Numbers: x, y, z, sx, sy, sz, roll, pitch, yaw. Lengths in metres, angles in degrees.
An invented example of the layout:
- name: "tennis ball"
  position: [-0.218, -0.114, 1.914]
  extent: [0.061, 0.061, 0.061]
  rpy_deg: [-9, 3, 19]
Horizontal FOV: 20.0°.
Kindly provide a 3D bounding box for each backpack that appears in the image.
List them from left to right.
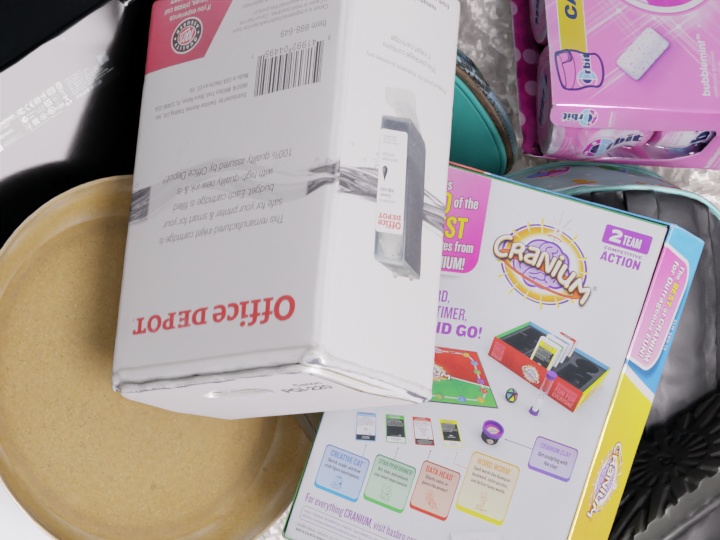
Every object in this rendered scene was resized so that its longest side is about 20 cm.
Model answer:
- name: "backpack"
  position: [0.118, 0.040, 1.086]
  extent: [0.174, 0.153, 0.202]
  rpy_deg: [-7, 110, -5]

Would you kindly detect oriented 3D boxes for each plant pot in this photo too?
- name: "plant pot"
  position: [-0.108, 0.053, 1.030]
  extent: [0.199, 0.027, 0.202]
  rpy_deg: [7, 77, -31]

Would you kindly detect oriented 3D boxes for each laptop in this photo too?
- name: "laptop"
  position: [-0.183, -0.095, 1.083]
  extent: [0.187, 0.116, 0.201]
  rpy_deg: [-35, 113, -11]

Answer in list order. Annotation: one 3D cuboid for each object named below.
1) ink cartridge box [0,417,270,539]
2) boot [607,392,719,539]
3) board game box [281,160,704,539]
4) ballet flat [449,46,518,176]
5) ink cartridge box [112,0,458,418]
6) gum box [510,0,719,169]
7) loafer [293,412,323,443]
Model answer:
- name: "ink cartridge box"
  position: [-0.164, 0.112, 1.099]
  extent: [0.199, 0.085, 0.147]
  rpy_deg: [-20, 94, -3]
- name: "boot"
  position: [0.186, 0.155, 1.015]
  extent: [0.210, 0.079, 0.159]
  rpy_deg: [-30, 110, -3]
- name: "board game box"
  position: [0.061, 0.058, 0.972]
  extent: [0.152, 0.040, 0.202]
  rpy_deg: [19, 89, 33]
- name: "ballet flat"
  position: [0.013, -0.125, 1.106]
  extent: [0.200, 0.074, 0.074]
  rpy_deg: [38, 89, -26]
- name: "ink cartridge box"
  position: [-0.036, -0.036, 0.977]
  extent: [0.084, 0.145, 0.202]
  rpy_deg: [21, 69, -43]
- name: "gum box"
  position: [0.141, -0.149, 1.078]
  extent: [0.112, 0.066, 0.202]
  rpy_deg: [2, 67, -10]
- name: "loafer"
  position: [0.000, 0.000, 1.051]
  extent: [0.076, 0.067, 0.202]
  rpy_deg: [-1, 83, -33]
